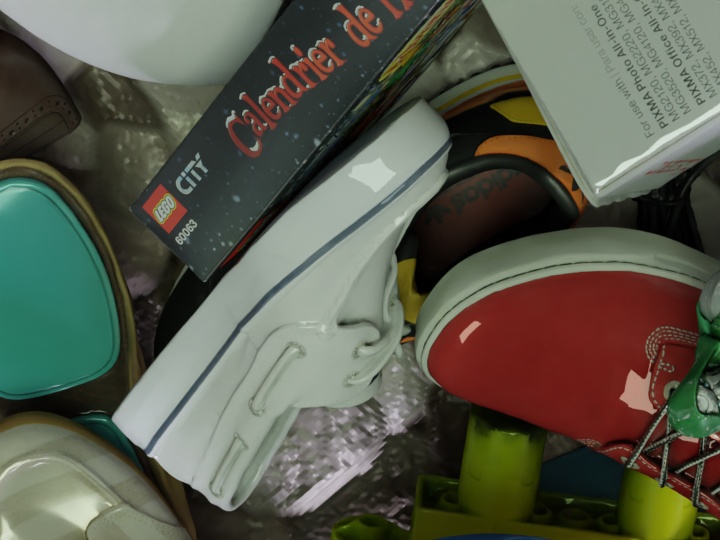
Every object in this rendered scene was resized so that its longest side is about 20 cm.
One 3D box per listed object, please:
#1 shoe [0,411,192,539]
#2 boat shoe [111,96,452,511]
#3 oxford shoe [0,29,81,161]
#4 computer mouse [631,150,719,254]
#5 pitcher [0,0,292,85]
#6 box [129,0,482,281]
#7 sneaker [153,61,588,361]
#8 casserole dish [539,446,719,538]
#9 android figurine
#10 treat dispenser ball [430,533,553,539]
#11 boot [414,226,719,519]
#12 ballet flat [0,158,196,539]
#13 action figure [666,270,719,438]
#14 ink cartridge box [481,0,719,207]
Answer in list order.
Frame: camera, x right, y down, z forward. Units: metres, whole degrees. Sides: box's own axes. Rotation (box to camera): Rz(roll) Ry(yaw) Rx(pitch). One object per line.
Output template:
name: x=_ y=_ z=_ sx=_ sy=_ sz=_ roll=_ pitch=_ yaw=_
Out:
shoe: x=-0.078 y=0.138 z=1.066 sx=0.070 sy=0.053 sz=0.201 roll=-34 pitch=107 yaw=-7
boat shoe: x=-0.014 y=0.015 z=0.997 sx=0.065 sy=0.074 sz=0.200 roll=44 pitch=138 yaw=1
oxford shoe: x=-0.188 y=-0.012 z=1.074 sx=0.072 sy=0.071 sz=0.200 roll=41 pitch=110 yaw=-19
computer mouse: x=0.192 y=-0.019 z=1.061 sx=0.199 sy=0.046 sz=0.141 roll=-1 pitch=113 yaw=3
pitcher: x=-0.094 y=-0.169 z=0.981 sx=0.199 sy=0.121 sz=0.172 roll=29 pitch=96 yaw=1
box: x=0.016 y=-0.095 z=0.959 sx=0.038 sy=0.137 sz=0.200 roll=43 pitch=127 yaw=2
sneaker: x=0.000 y=0.000 z=1.056 sx=0.200 sy=0.090 sz=0.070 roll=-33 pitch=108 yaw=16
casserole dish: x=0.119 y=0.124 z=1.135 sx=0.199 sy=0.039 sz=0.122 roll=-21 pitch=111 yaw=13
android figurine: x=0.073 y=0.147 z=1.104 sx=0.181 sy=0.041 sz=0.201 roll=6 pitch=114 yaw=0
treat dispenser ball: x=0.045 y=0.192 z=0.995 sx=0.200 sy=0.201 sz=0.202 roll=1 pitch=114 yaw=3
boot: x=0.120 y=0.064 z=0.989 sx=0.199 sy=0.145 sz=0.073 roll=10 pitch=131 yaw=-27
ballet flat: x=-0.112 y=0.038 z=1.091 sx=0.068 sy=0.063 sz=0.201 roll=-12 pitch=118 yaw=1
action figure: x=0.182 y=-0.004 z=0.974 sx=0.200 sy=0.055 sz=0.118 roll=-37 pitch=77 yaw=-15
ink cartridge box: x=0.149 y=-0.109 z=0.956 sx=0.199 sy=0.145 sz=0.084 roll=-32 pitch=85 yaw=13
